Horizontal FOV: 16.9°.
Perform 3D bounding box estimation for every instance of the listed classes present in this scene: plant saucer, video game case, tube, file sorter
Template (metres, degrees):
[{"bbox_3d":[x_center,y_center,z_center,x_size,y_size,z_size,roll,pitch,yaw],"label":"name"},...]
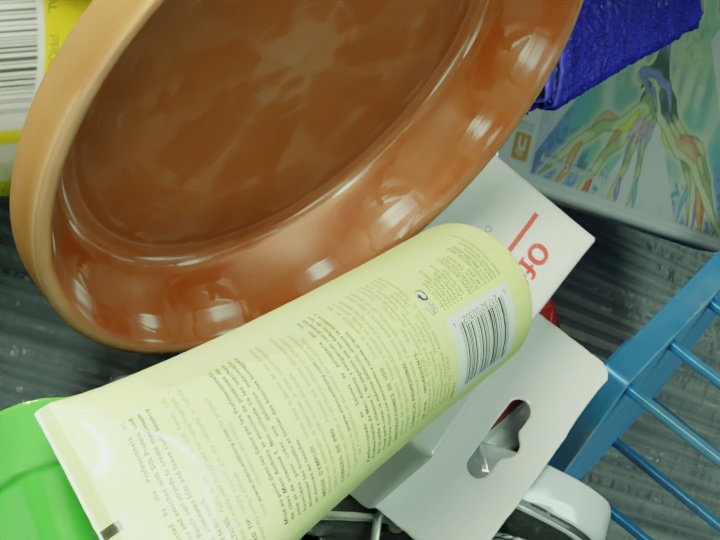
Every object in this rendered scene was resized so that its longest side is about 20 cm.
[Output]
[{"bbox_3d":[-0.017,-0.058,0.713,0.200,0.032,0.200,-32,152,-19],"label":"plant saucer"},{"bbox_3d":[0.125,-0.112,1.056,0.200,0.022,0.182,14,89,-53],"label":"video game case"},{"bbox_3d":[-0.018,0.039,0.712,0.200,0.058,0.052,-33,146,-53],"label":"tube"},{"bbox_3d":[0.162,0.085,1.085,0.200,0.123,0.139,-39,164,-53],"label":"file sorter"}]

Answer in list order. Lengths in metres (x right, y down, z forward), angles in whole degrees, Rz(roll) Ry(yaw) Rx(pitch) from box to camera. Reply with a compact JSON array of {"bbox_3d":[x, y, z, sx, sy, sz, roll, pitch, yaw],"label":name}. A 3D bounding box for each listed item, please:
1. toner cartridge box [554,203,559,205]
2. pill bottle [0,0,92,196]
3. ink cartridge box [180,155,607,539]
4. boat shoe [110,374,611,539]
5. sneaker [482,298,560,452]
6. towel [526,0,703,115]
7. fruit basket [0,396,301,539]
[{"bbox_3d":[0.085,-0.129,1.054,0.095,0.043,0.200,-8,106,-53],"label":"toner cartridge box"},{"bbox_3d":[-0.081,-0.082,0.759,0.200,0.111,0.111,-7,107,-36],"label":"pill bottle"},{"bbox_3d":[0.000,0.000,0.863,0.200,0.067,0.117,39,60,-2],"label":"ink cartridge box"},{"bbox_3d":[-0.004,0.094,0.902,0.199,0.074,0.068,16,68,-17],"label":"boat shoe"},{"bbox_3d":[0.009,0.044,1.002,0.200,0.078,0.116,-38,115,-45],"label":"sneaker"},{"bbox_3d":[0.084,-0.167,0.934,0.148,0.050,0.200,-29,121,-40],"label":"towel"},{"bbox_3d":[-0.134,0.077,0.745,0.155,0.215,0.216,14,89,-54],"label":"fruit basket"}]
